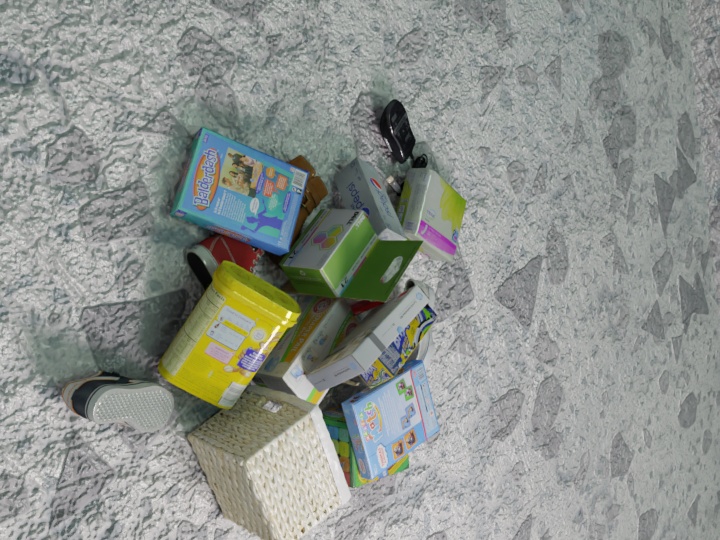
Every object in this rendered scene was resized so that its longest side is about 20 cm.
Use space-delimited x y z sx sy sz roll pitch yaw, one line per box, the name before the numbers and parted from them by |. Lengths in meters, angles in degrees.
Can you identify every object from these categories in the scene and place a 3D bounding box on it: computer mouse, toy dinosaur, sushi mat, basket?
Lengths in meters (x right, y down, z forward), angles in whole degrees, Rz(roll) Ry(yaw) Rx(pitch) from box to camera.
computer mouse | 0.070 -0.249 1.560 0.141 0.046 0.200 -62 141 -27
toy dinosaur | -0.048 0.195 1.404 0.047 0.200 0.088 42 98 -15
sushi mat | -0.053 0.017 1.334 0.096 0.200 0.012 -49 126 -33
basket | -0.153 0.328 1.253 0.161 0.198 0.200 -34 115 -35

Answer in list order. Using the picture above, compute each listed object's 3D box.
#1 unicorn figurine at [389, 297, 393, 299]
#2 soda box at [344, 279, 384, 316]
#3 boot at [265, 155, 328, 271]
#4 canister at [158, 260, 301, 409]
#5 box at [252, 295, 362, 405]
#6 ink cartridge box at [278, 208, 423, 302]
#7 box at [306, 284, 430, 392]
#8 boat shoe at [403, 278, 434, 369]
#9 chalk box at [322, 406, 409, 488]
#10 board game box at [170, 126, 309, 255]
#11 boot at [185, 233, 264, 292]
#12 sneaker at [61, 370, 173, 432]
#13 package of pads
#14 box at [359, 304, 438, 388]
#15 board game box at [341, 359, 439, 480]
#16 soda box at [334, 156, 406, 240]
unicorn figurine | 0.050 0.149 1.543 0.137 0.074 0.200 29 55 -41
soda box | 0.000 0.000 1.402 0.200 0.070 0.063 -94 158 -62
boot | -0.114 -0.097 1.352 0.155 0.074 0.200 -41 116 -31
canister | -0.211 0.106 1.188 0.148 0.087 0.200 32 100 -19
box | -0.095 0.144 1.359 0.200 0.112 0.101 -55 126 -30
ink cartridge box | -0.015 -0.030 1.270 0.148 0.200 0.076 -56 131 -30
box | 0.013 0.117 1.279 0.041 0.156 0.200 49 52 -6
boat shoe | 0.109 0.111 1.514 0.066 0.072 0.200 28 61 -35
chalk box | -0.017 0.336 1.436 0.200 0.124 0.125 -6 95 -45
board game box | -0.198 -0.130 1.243 0.200 0.045 0.152 22 71 -24
boot | -0.196 0.018 1.285 0.144 0.072 0.200 -38 114 -39
sneaker | -0.363 0.194 1.126 0.079 0.079 0.200 -70 157 -10
package of pads | 0.154 -0.120 1.606 0.200 0.068 0.155 28 73 -55
box | 0.065 0.128 1.385 0.064 0.070 0.200 50 43 -5
board game box | 0.061 0.277 1.403 0.200 0.037 0.151 -25 106 -42
soda box | 0.016 -0.119 1.416 0.063 0.068 0.200 25 34 -43
